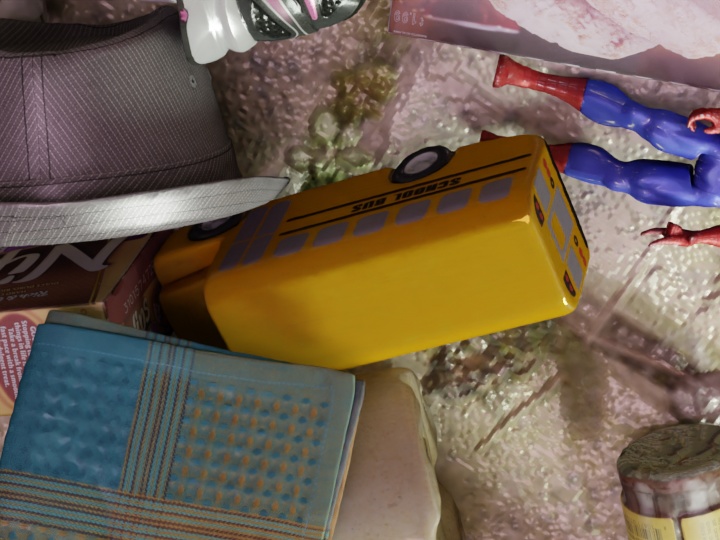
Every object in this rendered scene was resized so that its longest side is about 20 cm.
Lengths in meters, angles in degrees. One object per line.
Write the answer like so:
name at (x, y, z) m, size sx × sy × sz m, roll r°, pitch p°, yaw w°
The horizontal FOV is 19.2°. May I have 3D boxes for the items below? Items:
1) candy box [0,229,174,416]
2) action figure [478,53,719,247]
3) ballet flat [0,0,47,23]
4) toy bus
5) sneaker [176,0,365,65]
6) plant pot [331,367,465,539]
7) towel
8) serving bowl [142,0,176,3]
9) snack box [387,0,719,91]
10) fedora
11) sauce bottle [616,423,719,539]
candy box at (-0.192, 0.025, 1.000) m, size 0.198 × 0.117 × 0.057 m, roll -6°, pitch 110°, yaw 13°
action figure at (0.151, -0.045, 0.948) m, size 0.198 × 0.052 × 0.066 m, roll 13°, pitch 108°, yaw 3°
ballet flat at (-0.177, -0.104, 0.980) m, size 0.069 × 0.070 × 0.201 m, roll 21°, pitch 117°, yaw 2°
toy bus at (0.000, 0.000, 0.953) m, size 0.198 × 0.079 × 0.065 m, roll -15°, pitch 117°, yaw 23°
sneaker at (-0.039, -0.185, 0.849) m, size 0.085 × 0.081 × 0.202 m, roll -6°, pitch 123°, yaw 0°
plant pot at (-0.045, 0.132, 0.989) m, size 0.182 × 0.201 × 0.202 m, roll -15°, pitch 109°, yaw 5°
towel at (-0.089, 0.127, 0.895) m, size 0.145 × 0.022 × 0.202 m, roll 13°, pitch 78°, yaw -1°
serving bowl at (-0.081, -0.221, 0.905) m, size 0.198 × 0.066 × 0.202 m, roll 1°, pitch 113°, yaw 4°
snack box at (0.114, -0.124, 0.934) m, size 0.198 × 0.024 × 0.073 m, roll 11°, pitch 111°, yaw 6°
fedora at (-0.120, -0.066, 0.919) m, size 0.175 × 0.200 × 0.091 m, roll -2°, pitch 98°, yaw 13°
sauce bottle at (0.168, 0.174, 1.022) m, size 0.064 × 0.065 × 0.202 m, roll -7°, pitch 110°, yaw 13°
